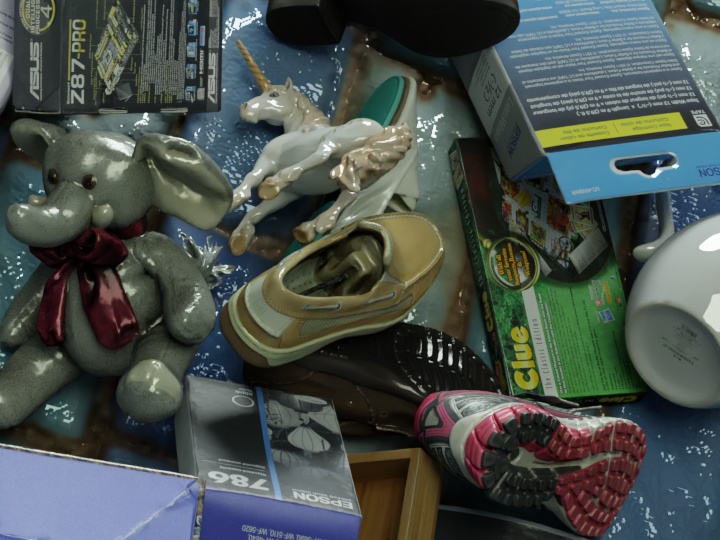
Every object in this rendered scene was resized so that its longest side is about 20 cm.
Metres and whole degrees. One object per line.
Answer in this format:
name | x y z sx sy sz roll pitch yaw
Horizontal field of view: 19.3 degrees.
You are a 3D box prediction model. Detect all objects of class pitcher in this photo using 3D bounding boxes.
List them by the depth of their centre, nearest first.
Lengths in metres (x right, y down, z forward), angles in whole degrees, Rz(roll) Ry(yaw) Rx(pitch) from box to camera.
pitcher | 0.248 -0.003 1.469 0.171 0.122 0.200 32 46 22

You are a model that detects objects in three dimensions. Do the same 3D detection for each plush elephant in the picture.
plush elephant | -0.161 -0.014 1.307 0.200 0.164 0.156 -49 127 -44

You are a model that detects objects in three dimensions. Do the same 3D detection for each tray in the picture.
tray | -0.011 0.211 1.293 0.037 0.098 0.201 41 50 -47

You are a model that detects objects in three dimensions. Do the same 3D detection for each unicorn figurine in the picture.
unicorn figurine | -0.040 -0.073 1.400 0.199 0.074 0.137 12 47 40

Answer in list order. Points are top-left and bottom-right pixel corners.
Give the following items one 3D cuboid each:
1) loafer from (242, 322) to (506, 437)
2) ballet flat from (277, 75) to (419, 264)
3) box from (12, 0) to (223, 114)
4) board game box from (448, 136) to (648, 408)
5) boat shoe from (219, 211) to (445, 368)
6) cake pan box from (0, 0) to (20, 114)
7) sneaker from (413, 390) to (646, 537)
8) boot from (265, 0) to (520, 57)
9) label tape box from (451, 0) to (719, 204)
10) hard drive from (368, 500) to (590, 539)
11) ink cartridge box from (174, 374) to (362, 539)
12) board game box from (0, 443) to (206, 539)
loafer | 0.009 0.073 1.384 0.199 0.071 0.073 24 38 -20
ballet flat | 0.001 -0.039 1.437 0.069 0.069 0.201 29 65 -3
box | -0.152 -0.201 1.375 0.161 0.049 0.202 -9 102 -56
board game box | 0.129 -0.001 1.476 0.104 0.023 0.201 -1 66 -20
boat shoe | 0.000 0.000 1.324 0.072 0.076 0.200 48 39 8
cake pan box | -0.277 -0.214 1.366 0.199 0.052 0.185 25 70 -11
sneaker | 0.115 0.113 1.352 0.074 0.200 0.081 25 89 40
boot | 0.040 -0.247 1.512 0.187 0.069 0.201 0 56 27
label tape box | 0.161 -0.115 1.493 0.142 0.066 0.201 -8 57 -21
hard drive | 0.090 0.219 1.349 0.199 0.042 0.136 15 62 -10
ink cartridge box | -0.055 0.124 1.246 0.099 0.039 0.200 11 21 -13
board game box | -0.187 0.178 1.191 0.158 0.200 0.097 11 64 -12
